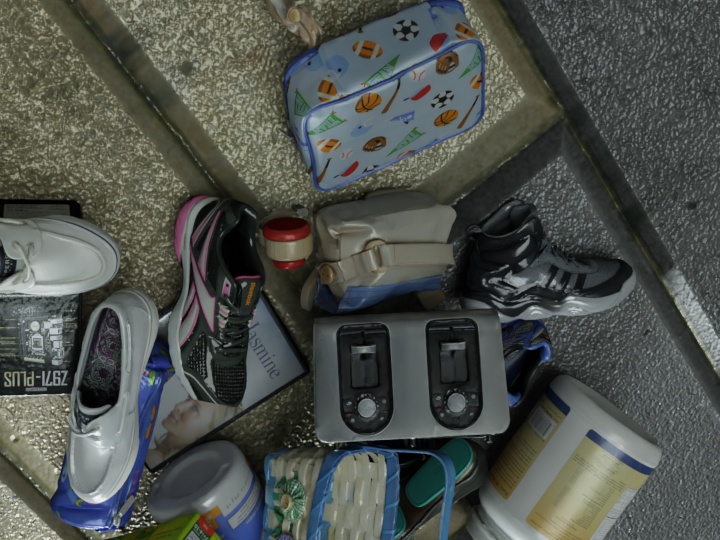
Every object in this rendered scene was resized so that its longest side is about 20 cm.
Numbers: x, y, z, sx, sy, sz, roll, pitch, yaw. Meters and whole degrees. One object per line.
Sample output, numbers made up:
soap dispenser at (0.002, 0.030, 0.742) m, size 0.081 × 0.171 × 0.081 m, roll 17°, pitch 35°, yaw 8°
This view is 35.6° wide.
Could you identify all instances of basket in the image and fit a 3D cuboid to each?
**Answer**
basket at (-0.001, 0.253, 1.074) m, size 0.138 × 0.197 × 0.180 m, roll 8°, pitch 86°, yaw -59°

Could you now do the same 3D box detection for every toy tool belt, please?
toy tool belt at (0.000, 0.000, 1.094) m, size 0.197 × 0.125 × 0.125 m, roll -12°, pitch 113°, yaw -26°

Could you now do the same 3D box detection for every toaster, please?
toaster at (0.045, 0.101, 1.073) m, size 0.177 × 0.200 × 0.121 m, roll -2°, pitch 86°, yaw -1°

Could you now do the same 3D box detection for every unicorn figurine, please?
unicorn figurine at (-0.077, -0.303, 0.977) m, size 0.073 × 0.138 × 0.203 m, roll -9°, pitch 126°, yaw -23°

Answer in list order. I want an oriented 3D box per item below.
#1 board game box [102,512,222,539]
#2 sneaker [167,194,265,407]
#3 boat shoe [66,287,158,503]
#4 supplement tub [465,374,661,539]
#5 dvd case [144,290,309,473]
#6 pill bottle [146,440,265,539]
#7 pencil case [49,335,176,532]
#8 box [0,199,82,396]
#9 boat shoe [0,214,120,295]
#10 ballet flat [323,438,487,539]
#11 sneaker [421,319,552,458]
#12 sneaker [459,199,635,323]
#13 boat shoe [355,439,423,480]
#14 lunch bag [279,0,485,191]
board game box at (-0.193, 0.307, 1.108) m, size 0.102 × 0.199 × 0.048 m, roll 51°, pitch 47°, yaw -13°
sneaker at (-0.129, 0.029, 1.048) m, size 0.079 × 0.085 × 0.204 m, roll -8°, pitch 94°, yaw -44°
boat shoe at (-0.229, 0.117, 0.998) m, size 0.071 × 0.068 × 0.203 m, roll 24°, pitch 103°, yaw 14°
supplement tub at (0.219, 0.234, 1.232) m, size 0.143 × 0.145 × 0.201 m, roll 32°, pitch 98°, yaw -24°
dvd case at (-0.166, 0.100, 1.139) m, size 0.198 × 0.018 × 0.144 m, roll -32°, pitch 114°, yaw -4°
pill bottle at (-0.129, 0.287, 1.165) m, size 0.111 × 0.112 × 0.202 m, roll -29°, pitch 114°, yaw -5°
pencil case at (-0.236, 0.157, 1.081) m, size 0.077 × 0.086 × 0.203 m, roll 3°, pitch 110°, yaw -53°
box at (-0.354, 0.024, 1.019) m, size 0.196 × 0.086 × 0.167 m, roll -1°, pitch 108°, yaw -16°
boat shoe at (-0.299, -0.014, 0.939) m, size 0.197 × 0.066 × 0.073 m, roll 12°, pitch 104°, yaw -20°
ballet flat at (0.053, 0.251, 1.176) m, size 0.198 × 0.069 × 0.068 m, roll -33°, pitch 141°, yaw 9°
sneaker at (0.134, 0.128, 1.205) m, size 0.075 × 0.079 × 0.202 m, roll 31°, pitch 98°, yaw -23°
sneaker at (0.199, -0.015, 1.175) m, size 0.196 × 0.076 × 0.116 m, roll -8°, pitch 113°, yaw -11°
boat shoe at (0.033, 0.205, 1.212) m, size 0.073 × 0.062 × 0.204 m, roll -8°, pitch 112°, yaw -15°
lunch bag at (0.020, -0.158, 1.047) m, size 0.197 × 0.076 × 0.161 m, roll -22°, pitch 154°, yaw -6°
